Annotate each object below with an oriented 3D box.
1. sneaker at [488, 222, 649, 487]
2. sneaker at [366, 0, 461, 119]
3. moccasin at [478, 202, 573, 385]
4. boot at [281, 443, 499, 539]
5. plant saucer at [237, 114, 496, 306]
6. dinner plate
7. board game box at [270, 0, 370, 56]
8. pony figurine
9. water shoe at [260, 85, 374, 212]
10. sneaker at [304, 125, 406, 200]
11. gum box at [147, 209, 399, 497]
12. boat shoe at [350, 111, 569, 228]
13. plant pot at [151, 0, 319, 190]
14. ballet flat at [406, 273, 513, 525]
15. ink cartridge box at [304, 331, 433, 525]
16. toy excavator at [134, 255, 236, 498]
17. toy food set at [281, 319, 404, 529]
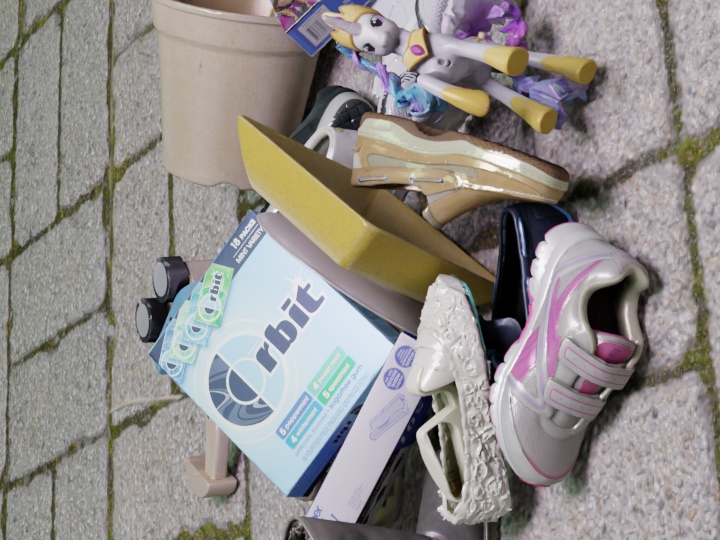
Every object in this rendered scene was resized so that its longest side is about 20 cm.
[{"bbox_3d":[0.160,0.067,1.227,0.088,0.081,0.202,19,98,59],"label":"sneaker"},{"bbox_3d":[0.043,-0.187,1.488,0.115,0.075,0.202,31,103,56],"label":"sneaker"},{"bbox_3d":[0.119,0.045,1.308,0.080,0.068,0.202,-4,78,57],"label":"moccasin"},{"bbox_3d":[0.020,0.212,1.296,0.073,0.198,0.183,-42,49,44],"label":"boot"},{"bbox_3d":[0.001,-0.037,1.361,0.200,0.199,0.049,41,101,41],"label":"plant saucer"},{"bbox_3d":[0.000,0.000,1.394,0.024,0.199,0.200,-56,37,9],"label":"dinner plate"},{"bbox_3d":[-0.011,-0.325,1.545,0.200,0.043,0.200,-42,35,13],"label":"board game box"},{"bbox_3d":[0.088,-0.174,1.336,0.199,0.192,0.168,26,107,37],"label":"pony figurine"},{"bbox_3d":[-0.051,-0.086,1.609,0.201,0.071,0.079,-58,29,7],"label":"water shoe"},{"bbox_3d":[-0.035,-0.047,1.533,0.074,0.115,0.201,51,125,48],"label":"sneaker"},{"bbox_3d":[-0.074,0.074,1.477,0.200,0.044,0.170,43,103,25],"label":"gum box"},{"bbox_3d":[0.075,-0.069,1.299,0.199,0.071,0.077,17,89,41],"label":"boat shoe"},{"bbox_3d":[-0.130,-0.187,1.671,0.200,0.199,0.185,36,122,55],"label":"plant pot"},{"bbox_3d":[0.072,0.106,1.277,0.072,0.071,0.202,-3,102,57],"label":"ballet flat"},{"bbox_3d":[0.015,0.148,1.384,0.044,0.094,0.201,28,96,12],"label":"ink cartridge box"},{"bbox_3d":[-0.162,0.109,1.713,0.201,0.099,0.195,64,142,36],"label":"toy excavator"},{"bbox_3d":[-0.022,0.142,1.512,0.143,0.060,0.202,-8,75,57],"label":"toy food set"}]
